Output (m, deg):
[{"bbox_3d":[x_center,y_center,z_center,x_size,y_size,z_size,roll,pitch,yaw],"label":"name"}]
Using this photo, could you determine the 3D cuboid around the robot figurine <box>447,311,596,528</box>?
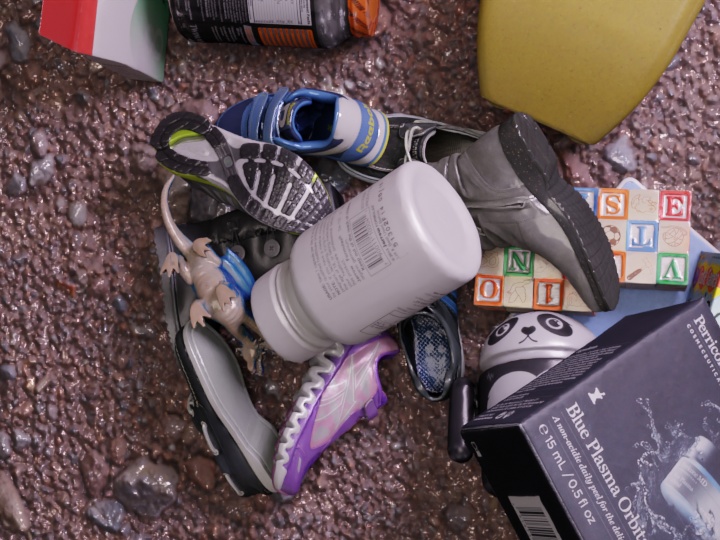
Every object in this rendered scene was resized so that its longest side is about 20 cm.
[{"bbox_3d":[0.167,0.138,0.944,0.147,0.125,0.204,10,66,-21],"label":"robot figurine"}]

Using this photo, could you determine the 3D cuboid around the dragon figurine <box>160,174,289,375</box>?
[{"bbox_3d":[-0.139,0.012,0.995,0.058,0.099,0.202,-36,71,5],"label":"dragon figurine"}]

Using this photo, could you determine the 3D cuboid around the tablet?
[{"bbox_3d":[0.247,0.025,1.022,0.130,0.014,0.201,41,94,8],"label":"tablet"}]

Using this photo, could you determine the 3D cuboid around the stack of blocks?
[{"bbox_3d":[0.211,-0.017,0.991,0.196,0.059,0.118,2,84,15],"label":"stack of blocks"}]

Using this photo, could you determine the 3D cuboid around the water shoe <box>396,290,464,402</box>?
[{"bbox_3d":[0.064,0.026,1.017,0.070,0.079,0.204,-15,87,8],"label":"water shoe"}]

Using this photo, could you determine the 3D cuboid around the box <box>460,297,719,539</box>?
[{"bbox_3d":[0.219,0.160,0.824,0.198,0.117,0.199,-29,89,-21],"label":"box"}]

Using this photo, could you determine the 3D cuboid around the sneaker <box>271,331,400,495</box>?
[{"bbox_3d":[-0.022,0.131,1.018,0.087,0.080,0.203,27,75,-5],"label":"sneaker"}]

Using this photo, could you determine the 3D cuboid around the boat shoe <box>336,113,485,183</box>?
[{"bbox_3d":[0.067,-0.121,1.023,0.196,0.071,0.074,3,90,12],"label":"boat shoe"}]

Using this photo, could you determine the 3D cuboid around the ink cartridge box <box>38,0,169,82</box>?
[{"bbox_3d":[-0.238,-0.284,1.010,0.049,0.200,0.165,6,90,8],"label":"ink cartridge box"}]

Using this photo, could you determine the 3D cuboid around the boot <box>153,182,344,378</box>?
[{"bbox_3d":[-0.100,0.014,1.056,0.196,0.066,0.168,-12,89,4],"label":"boot"}]

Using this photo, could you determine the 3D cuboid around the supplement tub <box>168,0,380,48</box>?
[{"bbox_3d":[-0.082,-0.284,1.025,0.195,0.122,0.125,5,90,8],"label":"supplement tub"}]

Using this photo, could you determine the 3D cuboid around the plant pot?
[{"bbox_3d":[0.203,-0.232,0.953,0.191,0.195,0.203,24,108,8],"label":"plant pot"}]

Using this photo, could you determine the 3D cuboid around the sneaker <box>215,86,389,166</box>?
[{"bbox_3d":[-0.071,-0.146,1.024,0.196,0.082,0.076,2,84,30],"label":"sneaker"}]

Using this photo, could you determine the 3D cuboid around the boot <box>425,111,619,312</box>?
[{"bbox_3d":[0.142,-0.034,0.952,0.130,0.068,0.202,-29,96,33],"label":"boot"}]

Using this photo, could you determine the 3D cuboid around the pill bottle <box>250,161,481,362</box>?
[{"bbox_3d":[0.000,0.000,0.929,0.198,0.114,0.116,-32,84,29],"label":"pill bottle"}]

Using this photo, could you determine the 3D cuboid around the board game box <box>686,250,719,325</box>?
[{"bbox_3d":[0.342,0.094,0.953,0.101,0.105,0.204,16,94,5],"label":"board game box"}]

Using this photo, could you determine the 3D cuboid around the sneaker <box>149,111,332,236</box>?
[{"bbox_3d":[-0.108,-0.089,1.015,0.198,0.081,0.075,30,84,18],"label":"sneaker"}]

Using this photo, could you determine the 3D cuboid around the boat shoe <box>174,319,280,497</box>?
[{"bbox_3d":[-0.138,0.143,1.025,0.059,0.076,0.203,-19,106,23],"label":"boat shoe"}]
